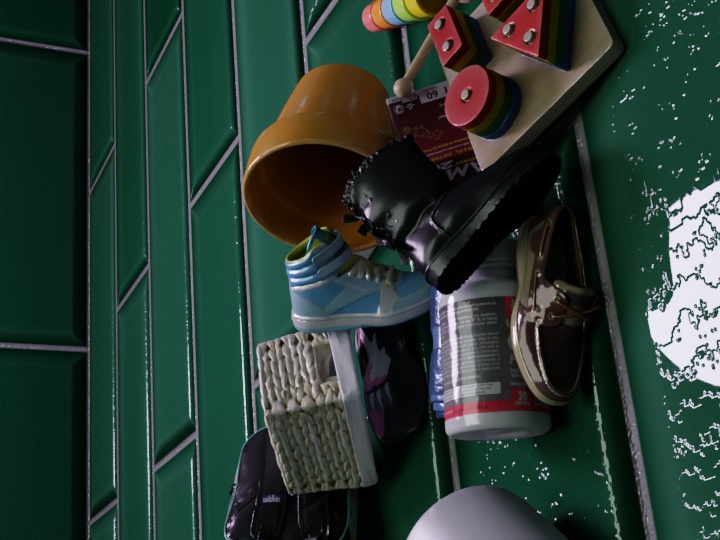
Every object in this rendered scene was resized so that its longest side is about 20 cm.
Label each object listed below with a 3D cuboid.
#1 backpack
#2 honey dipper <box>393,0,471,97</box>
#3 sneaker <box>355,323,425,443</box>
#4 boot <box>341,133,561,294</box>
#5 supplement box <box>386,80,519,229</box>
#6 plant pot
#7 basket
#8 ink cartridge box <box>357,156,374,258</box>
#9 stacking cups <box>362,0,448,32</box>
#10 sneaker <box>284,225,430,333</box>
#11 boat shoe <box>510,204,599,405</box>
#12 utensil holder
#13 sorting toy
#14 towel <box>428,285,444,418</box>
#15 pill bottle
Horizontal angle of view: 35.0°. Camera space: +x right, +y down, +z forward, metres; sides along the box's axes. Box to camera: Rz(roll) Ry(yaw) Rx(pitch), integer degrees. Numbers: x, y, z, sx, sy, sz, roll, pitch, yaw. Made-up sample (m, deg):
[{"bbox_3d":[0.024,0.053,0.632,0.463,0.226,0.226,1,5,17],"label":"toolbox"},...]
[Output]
[{"bbox_3d":[-0.088,0.313,1.570,0.153,0.176,0.200,77,-169,-54],"label":"backpack"},{"bbox_3d":[0.092,-0.286,1.346,0.200,0.038,0.038,-61,19,-18],"label":"honey dipper"},{"bbox_3d":[0.035,0.129,1.480,0.086,0.080,0.200,104,164,-64],"label":"sneaker"},{"bbox_3d":[0.088,-0.086,1.187,0.198,0.073,0.162,-47,57,2],"label":"boot"},{"bbox_3d":[0.106,-0.124,1.297,0.061,0.109,0.200,69,-176,-54],"label":"supplement box"},{"bbox_3d":[-0.034,-0.153,1.430,0.200,0.200,0.183,125,159,-48],"label":"plant pot"},{"bbox_3d":[-0.055,0.180,1.463,0.200,0.123,0.136,81,178,-46],"label":"basket"},{"bbox_3d":[-0.008,-0.093,1.599,0.200,0.067,0.116,126,141,-48],"label":"ink cartridge box"},{"bbox_3d":[0.059,-0.357,1.528,0.200,0.060,0.061,-166,82,-69],"label":"stacking cups"},{"bbox_3d":[0.000,0.000,1.393,0.080,0.200,0.131,-84,-19,-65],"label":"sneaker"},{"bbox_3d":[0.197,0.031,1.132,0.072,0.072,0.200,144,133,-60],"label":"boat shoe"},{"bbox_3d":[0.146,0.316,1.074,0.200,0.170,0.170,-141,59,-64],"label":"utensil holder"},{"bbox_3d":[0.155,-0.242,1.215,0.200,0.070,0.199,-45,44,34],"label":"sorting toy"},{"bbox_3d":[0.102,0.069,1.308,0.112,0.048,0.200,72,-160,-82],"label":"towel"},{"bbox_3d":[0.138,0.073,1.198,0.111,0.111,0.200,149,122,-61],"label":"pill bottle"}]
